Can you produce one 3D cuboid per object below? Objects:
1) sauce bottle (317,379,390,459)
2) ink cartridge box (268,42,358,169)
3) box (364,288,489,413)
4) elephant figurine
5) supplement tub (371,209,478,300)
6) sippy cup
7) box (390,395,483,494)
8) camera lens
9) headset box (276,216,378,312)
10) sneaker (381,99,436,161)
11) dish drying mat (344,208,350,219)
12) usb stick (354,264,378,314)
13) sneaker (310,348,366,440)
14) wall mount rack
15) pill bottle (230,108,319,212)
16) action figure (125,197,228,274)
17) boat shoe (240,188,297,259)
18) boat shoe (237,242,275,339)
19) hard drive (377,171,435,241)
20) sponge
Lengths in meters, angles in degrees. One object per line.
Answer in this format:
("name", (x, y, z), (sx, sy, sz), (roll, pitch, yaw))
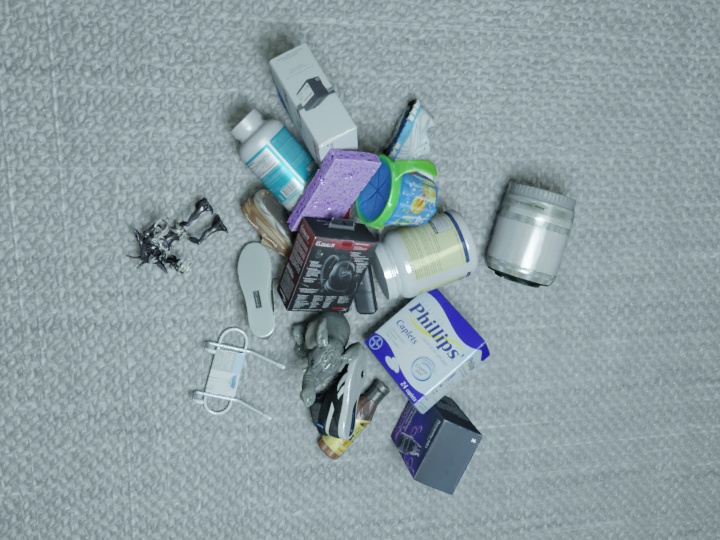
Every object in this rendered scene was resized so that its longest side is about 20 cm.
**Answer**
("sauce bottle", (-0.012, 0.334, 1.395), (0.066, 0.066, 0.200), (40, 92, -16))
("ink cartridge box", (-0.085, -0.301, 1.177), (0.083, 0.145, 0.202), (-28, 76, -6))
("box", (0.143, 0.167, 1.326), (0.199, 0.105, 0.184), (-40, 61, -2))
("elephant figurine", (-0.067, 0.168, 1.281), (0.139, 0.200, 0.158), (-4, 101, -11))
("supplement tub", (0.129, -0.029, 1.288), (0.197, 0.145, 0.147), (-19, 104, -7))
("sippy cup", (0.078, -0.146, 1.212), (0.129, 0.177, 0.142), (8, 94, -30))
("box", (0.164, 0.369, 1.368), (0.103, 0.200, 0.150), (25, 95, -15))
("camera lens", (0.371, -0.074, 1.349), (0.158, 0.160, 0.203), (14, 98, -14))
("headset box", (-0.066, -0.016, 1.244), (0.147, 0.077, 0.202), (3, 124, -33))
("sneaker", (0.100, -0.252, 1.290), (0.086, 0.075, 0.202), (31, 82, -19))
("dish drying mat", (-0.064, -0.083, 1.317), (0.076, 0.018, 0.203), (3, 101, -39))
("usb stick", (0.000, 0.000, 1.336), (0.032, 0.055, 0.203), (-29, 116, -49))
("sneaker", (-0.058, 0.265, 1.370), (0.110, 0.073, 0.203), (3, 69, 28))
("wall mount rack", (-0.261, 0.233, 1.317), (0.171, 0.075, 0.203), (14, 98, -14))
("pill bottle", (-0.166, -0.223, 1.232), (0.111, 0.111, 0.200), (-43, 106, -1))
("action figure", (-0.371, -0.059, 1.226), (0.199, 0.102, 0.120), (-34, 117, -5))
("boat shoe", (-0.173, -0.078, 1.286), (0.071, 0.076, 0.201), (-23, 116, 24))
("boat shoe", (-0.216, 0.045, 1.292), (0.070, 0.064, 0.203), (-6, 79, -5))
("hard drive", (0.098, -0.128, 1.350), (0.130, 0.025, 0.203), (-7, 102, -10))
("sponge", (-0.054, -0.150, 1.197), (0.110, 0.030, 0.200), (-3, 144, -39))
